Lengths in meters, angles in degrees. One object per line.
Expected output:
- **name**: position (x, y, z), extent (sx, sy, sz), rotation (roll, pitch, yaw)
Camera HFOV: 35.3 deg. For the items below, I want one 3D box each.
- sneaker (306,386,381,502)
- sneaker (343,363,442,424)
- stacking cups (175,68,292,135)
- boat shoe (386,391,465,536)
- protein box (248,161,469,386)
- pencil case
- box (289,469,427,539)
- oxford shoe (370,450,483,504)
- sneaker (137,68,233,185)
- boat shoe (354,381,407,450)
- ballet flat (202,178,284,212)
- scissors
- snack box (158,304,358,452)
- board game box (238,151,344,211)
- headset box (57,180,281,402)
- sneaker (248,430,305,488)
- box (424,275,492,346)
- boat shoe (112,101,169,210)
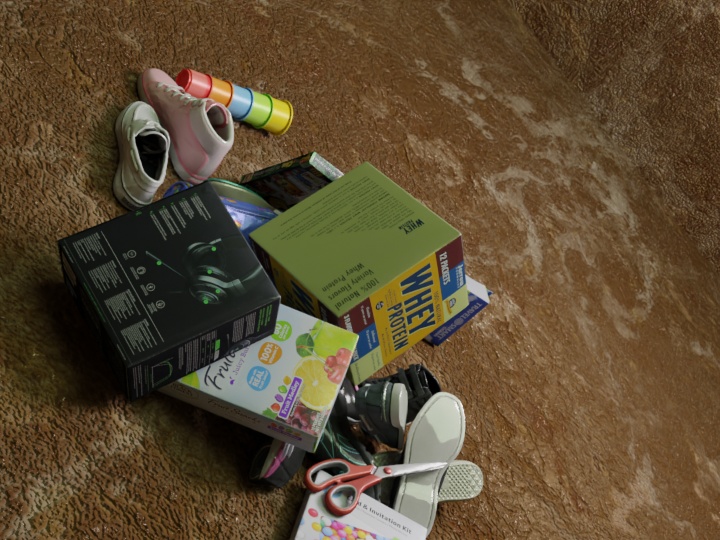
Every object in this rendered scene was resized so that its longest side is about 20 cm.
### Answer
- **sneaker**: position (-0.041, 0.223, 1.420), extent (0.079, 0.075, 0.201), rotation (-18, 76, -28)
- **sneaker**: position (0.032, 0.161, 1.544), extent (0.200, 0.099, 0.071), rotation (15, 46, -45)
- **stacking cups**: position (-0.194, -0.265, 1.753), extent (0.200, 0.060, 0.061), rotation (17, 43, -46)
- **boat shoe**: position (0.081, 0.255, 1.456), extent (0.074, 0.060, 0.201), rotation (18, 70, -9)
- **protein box**: position (0.000, 0.000, 1.462), extent (0.200, 0.198, 0.135), rotation (40, -25, 38)
- **pencil case**: position (-0.170, -0.058, 1.501), extent (0.199, 0.087, 0.078), rotation (17, 35, -36)
- **box**: position (-0.011, 0.339, 1.297), extent (0.155, 0.041, 0.200), rotation (30, 30, -4)
- **oxford shoe**: position (0.074, 0.281, 1.517), extent (0.199, 0.058, 0.076), rotation (9, 80, -34)
- **sneaker**: position (-0.240, -0.228, 1.601), extent (0.075, 0.105, 0.201), rotation (4, 52, -51)
- **boat shoe**: position (0.028, 0.184, 1.449), extent (0.200, 0.061, 0.073), rotation (78, 16, -71)
- **ballet flat**: position (-0.147, -0.068, 1.598), extent (0.200, 0.069, 0.070), rotation (23, 39, -42)
- **scissors**: position (0.020, 0.242, 1.382), extent (0.199, 0.014, 0.073), rotation (-17, 54, -40)
- **snack box**: position (-0.119, 0.106, 1.305), extent (0.199, 0.053, 0.143), rotation (22, 57, 2)
- **board game box**: position (-0.085, -0.116, 1.616), extent (0.105, 0.200, 0.024), rotation (34, 67, -27)
- **headset box**: position (-0.205, 0.017, 1.255), extent (0.199, 0.093, 0.174), rotation (-26, 67, -22)
- **sneaker**: position (-0.103, 0.168, 1.364), extent (0.080, 0.086, 0.201), rotation (75, 28, -50)
- **box**: position (0.105, 0.040, 1.765), extent (0.200, 0.122, 0.048), rotation (31, 30, -32)
- **boat shoe**: position (-0.285, -0.166, 1.501), extent (0.072, 0.066, 0.200), rotation (34, 33, -28)
